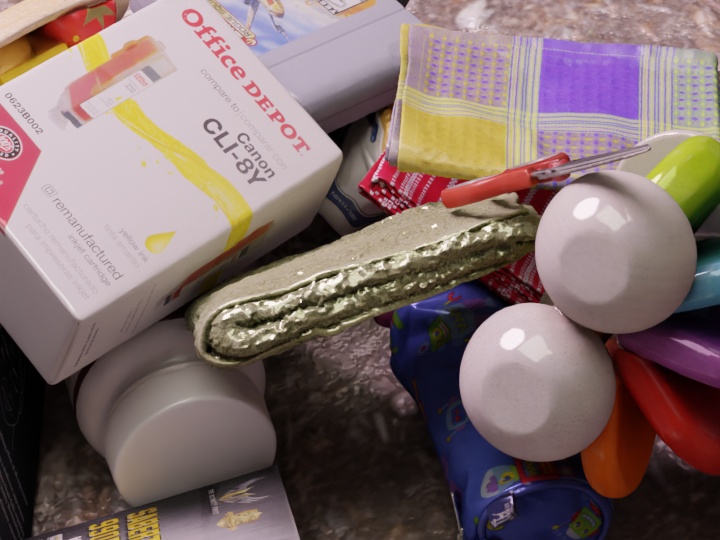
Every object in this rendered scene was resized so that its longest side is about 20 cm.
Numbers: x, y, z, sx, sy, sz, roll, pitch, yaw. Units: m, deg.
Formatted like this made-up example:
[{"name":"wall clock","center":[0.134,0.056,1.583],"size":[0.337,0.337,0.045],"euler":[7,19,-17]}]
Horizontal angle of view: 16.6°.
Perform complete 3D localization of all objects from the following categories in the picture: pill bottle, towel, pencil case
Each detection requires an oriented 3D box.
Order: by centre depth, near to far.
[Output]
[{"name":"towel","center":[0.000,0.000,1.350],"size":[0.200,0.037,0.148],"euler":[-21,8,-5]},{"name":"pencil case","center":[0.074,0.086,1.413],"size":[0.087,0.078,0.200],"euler":[-23,43,0]},{"name":"towel","center":[0.115,-0.094,1.442],"size":[0.200,0.023,0.144],"euler":[7,39,4]},{"name":"pill bottle","center":[-0.122,0.046,1.472],"size":[0.114,0.114,0.200],"euler":[-19,43,-7]},{"name":"towel","center":[0.109,-0.031,1.484],"size":[0.200,0.022,0.145],"euler":[36,42,1]}]

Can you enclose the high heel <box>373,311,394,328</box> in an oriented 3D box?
[{"name":"high heel","center":[0.087,-0.026,1.531],"size":[0.096,0.067,0.200],"euler":[8,42,35]}]

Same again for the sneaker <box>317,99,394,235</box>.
[{"name":"sneaker","center":[0.010,-0.086,1.594],"size":[0.088,0.075,0.200],"euler":[-39,7,19]}]

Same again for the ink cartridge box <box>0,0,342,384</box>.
[{"name":"ink cartridge box","center":[-0.133,-0.053,1.399],"size":[0.200,0.083,0.145],"euler":[-33,76,-32]}]

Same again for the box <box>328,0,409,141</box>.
[{"name":"box","center":[-0.056,-0.125,1.627],"size":[0.158,0.050,0.200],"euler":[-26,28,43]}]

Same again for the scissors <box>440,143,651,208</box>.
[{"name":"scissors","center":[0.090,-0.047,1.254],"size":[0.073,0.014,0.200],"euler":[-16,4,-9]}]

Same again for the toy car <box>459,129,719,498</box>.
[{"name":"toy car","center":[0.158,0.031,1.291],"size":[0.150,0.200,0.175],"euler":[35,25,14]}]

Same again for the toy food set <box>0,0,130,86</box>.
[{"name":"toy food set","center":[-0.218,-0.103,1.477],"size":[0.198,0.200,0.049],"euler":[-32,87,-24]}]

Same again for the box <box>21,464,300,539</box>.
[{"name":"box","center":[-0.104,0.174,1.316],"size":[0.158,0.048,0.200],"euler":[-17,14,-3]}]

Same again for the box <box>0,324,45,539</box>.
[{"name":"box","center":[-0.256,0.078,1.444],"size":[0.107,0.149,0.200],"euler":[-7,43,6]}]

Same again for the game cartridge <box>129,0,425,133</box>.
[{"name":"game cartridge","center":[-0.060,-0.161,1.529],"size":[0.133,0.042,0.200],"euler":[-25,54,-37]}]
